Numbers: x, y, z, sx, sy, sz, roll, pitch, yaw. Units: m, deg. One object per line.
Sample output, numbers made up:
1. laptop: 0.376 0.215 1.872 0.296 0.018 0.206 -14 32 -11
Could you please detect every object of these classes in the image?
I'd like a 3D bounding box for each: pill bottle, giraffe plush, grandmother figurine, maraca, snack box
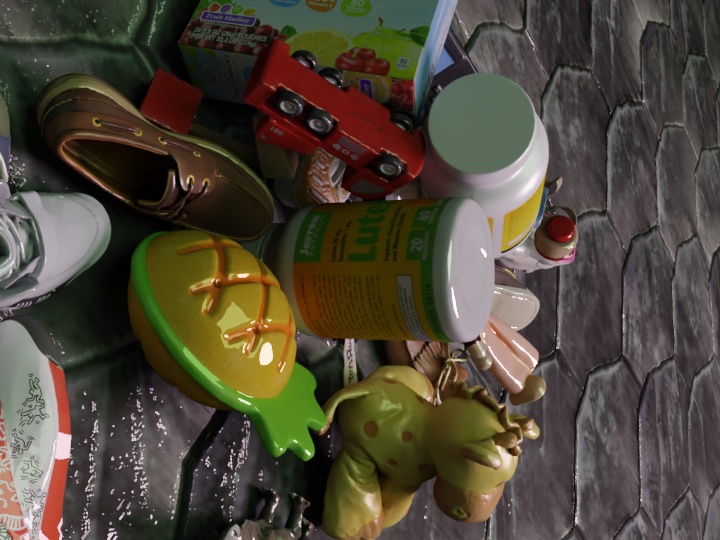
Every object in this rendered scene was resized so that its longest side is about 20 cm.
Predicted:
1. pill bottle: 0.000 0.000 0.707 0.111 0.198 0.113 2 88 -63
2. pill bottle: 0.106 -0.088 0.757 0.200 0.111 0.114 63 27 -74
3. giraffe plush: 0.066 0.151 0.755 0.173 0.161 0.202 -52 142 -46
4. grandmother figurine: 0.113 0.049 0.883 0.200 0.060 0.121 47 6 -28
5. maraca: -0.095 0.054 0.645 0.201 0.107 0.137 51 23 -9
6. snack box: -0.028 -0.214 0.733 0.068 0.198 0.170 83 23 -58

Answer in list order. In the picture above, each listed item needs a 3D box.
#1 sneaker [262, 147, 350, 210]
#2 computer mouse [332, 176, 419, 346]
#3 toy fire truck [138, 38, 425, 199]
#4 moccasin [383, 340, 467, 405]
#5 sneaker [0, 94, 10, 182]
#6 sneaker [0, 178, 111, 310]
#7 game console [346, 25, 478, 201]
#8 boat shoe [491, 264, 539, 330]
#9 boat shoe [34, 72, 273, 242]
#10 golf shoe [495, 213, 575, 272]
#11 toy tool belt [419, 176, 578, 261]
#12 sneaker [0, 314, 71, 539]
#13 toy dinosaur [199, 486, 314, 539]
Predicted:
1. sneaker: -0.023 -0.143 0.793 0.076 0.087 0.201 49 63 -35
2. computer mouse: 0.021 -0.032 0.806 0.110 0.044 0.202 -38 144 -50
3. toy fire truck: -0.064 -0.108 0.679 0.199 0.141 0.049 29 57 -23
4. moccasin: 0.082 0.116 0.894 0.074 0.077 0.203 -35 109 -49
5. sneaker: -0.282 -0.077 0.483 0.199 0.067 0.091 -16 88 -55
6. sneaker: -0.211 -0.012 0.521 0.199 0.114 0.076 -24 100 -52
7. game console: 0.012 -0.192 0.855 0.200 0.171 0.119 49 20 -33
8. boat shoe: 0.119 0.015 0.980 0.199 0.072 0.060 17 27 -36
9. boat shoe: -0.144 -0.065 0.637 0.199 0.072 0.068 29 24 -38
10. golf shoe: 0.162 -0.040 1.044 0.198 0.091 0.076 20 62 -23
11. toy tool belt: 0.146 -0.075 0.915 0.123 0.198 0.126 102 4 -63
12. sneaker: -0.231 0.126 0.501 0.107 0.067 0.204 6 79 -53
13. toy dinosaur: -0.066 0.243 0.696 0.103 0.076 0.201 -54 129 -29
